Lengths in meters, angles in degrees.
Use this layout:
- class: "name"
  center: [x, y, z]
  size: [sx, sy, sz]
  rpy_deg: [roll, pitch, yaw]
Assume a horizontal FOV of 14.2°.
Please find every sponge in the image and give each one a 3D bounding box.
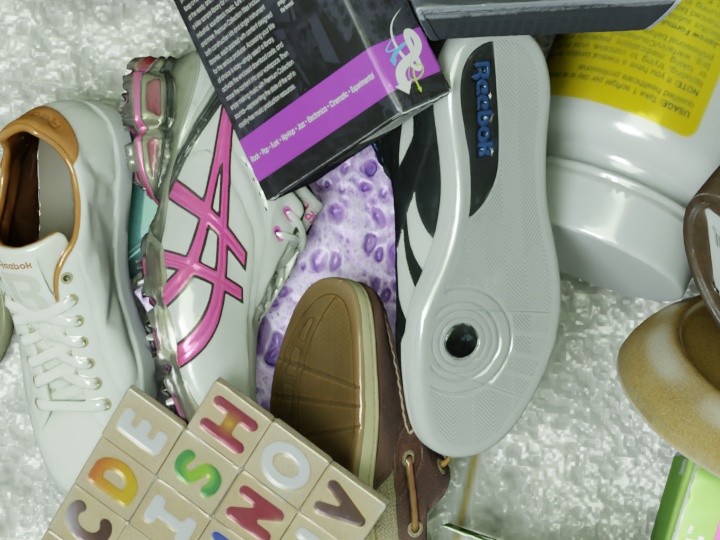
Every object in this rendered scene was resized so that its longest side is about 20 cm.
- class: "sponge"
  center: [0.000, 0.000, 1.442]
  size: [0.199, 0.030, 0.112]
  rpy_deg: [-35, 85, 0]

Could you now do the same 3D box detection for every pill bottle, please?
- class: "pill bottle"
  center: [0.147, -0.095, 1.390]
  size: [0.114, 0.114, 0.201]
  rpy_deg: [22, 79, 4]

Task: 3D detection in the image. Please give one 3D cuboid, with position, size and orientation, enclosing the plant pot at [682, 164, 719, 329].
- class: "plant pot"
  center: [0.254, -0.036, 1.327]
  size: [0.199, 0.187, 0.188]
  rpy_deg: [-26, 84, -18]

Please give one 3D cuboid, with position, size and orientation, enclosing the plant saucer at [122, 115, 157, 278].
- class: "plant saucer"
  center: [-0.067, -0.077, 1.458]
  size: [0.200, 0.019, 0.070]
  rpy_deg: [-37, 85, -2]

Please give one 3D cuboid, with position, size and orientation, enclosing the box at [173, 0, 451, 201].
- class: "box"
  center: [-0.044, -0.146, 1.324]
  size: [0.036, 0.143, 0.201]
  rpy_deg: [-25, 88, -30]

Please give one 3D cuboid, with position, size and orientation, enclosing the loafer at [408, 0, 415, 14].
- class: "loafer"
  center: [0.050, -0.142, 1.388]
  size: [0.199, 0.070, 0.076]
  rpy_deg: [-14, 62, 25]

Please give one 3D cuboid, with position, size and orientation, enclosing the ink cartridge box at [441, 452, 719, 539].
- class: "ink cartridge box"
  center: [0.144, 0.119, 1.366]
  size: [0.199, 0.148, 0.076]
  rpy_deg: [18, 87, 4]

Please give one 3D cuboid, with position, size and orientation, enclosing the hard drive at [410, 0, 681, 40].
- class: "hard drive"
  center: [0.071, -0.189, 1.312]
  size: [0.134, 0.042, 0.201]
  rpy_deg: [-4, 56, -6]

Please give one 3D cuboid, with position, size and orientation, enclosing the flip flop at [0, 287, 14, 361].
- class: "flip flop"
  center: [-0.223, -0.043, 1.442]
  size: [0.081, 0.058, 0.201]
  rpy_deg: [-14, 85, 2]

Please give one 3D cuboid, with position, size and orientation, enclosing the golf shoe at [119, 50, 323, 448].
- class: "golf shoe"
  center: [-0.063, -0.012, 1.393]
  size: [0.091, 0.073, 0.201]
  rpy_deg: [-7, 80, 5]

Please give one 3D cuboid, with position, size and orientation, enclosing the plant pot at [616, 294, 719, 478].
- class: "plant pot"
  center: [0.219, 0.058, 1.348]
  size: [0.199, 0.200, 0.028]
  rpy_deg: [16, 114, 4]

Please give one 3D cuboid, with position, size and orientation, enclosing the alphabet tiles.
- class: "alphabet tiles"
  center: [-0.071, 0.150, 1.388]
  size: [0.167, 0.008, 0.200]
  rpy_deg: [36, 123, 5]

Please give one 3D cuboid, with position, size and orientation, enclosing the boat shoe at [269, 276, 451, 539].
- class: "boat shoe"
  center: [0.006, 0.101, 1.407]
  size: [0.072, 0.072, 0.202]
  rpy_deg: [-9, 97, -40]

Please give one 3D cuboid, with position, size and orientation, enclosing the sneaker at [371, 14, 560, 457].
- class: "sneaker"
  center: [0.042, -0.021, 1.349]
  size: [0.073, 0.112, 0.201]
  rpy_deg: [2, 100, -21]

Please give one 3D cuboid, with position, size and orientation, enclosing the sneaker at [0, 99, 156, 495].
- class: "sneaker"
  center: [-0.152, 0.019, 1.408]
  size: [0.072, 0.085, 0.202]
  rpy_deg: [-3, 94, 27]
